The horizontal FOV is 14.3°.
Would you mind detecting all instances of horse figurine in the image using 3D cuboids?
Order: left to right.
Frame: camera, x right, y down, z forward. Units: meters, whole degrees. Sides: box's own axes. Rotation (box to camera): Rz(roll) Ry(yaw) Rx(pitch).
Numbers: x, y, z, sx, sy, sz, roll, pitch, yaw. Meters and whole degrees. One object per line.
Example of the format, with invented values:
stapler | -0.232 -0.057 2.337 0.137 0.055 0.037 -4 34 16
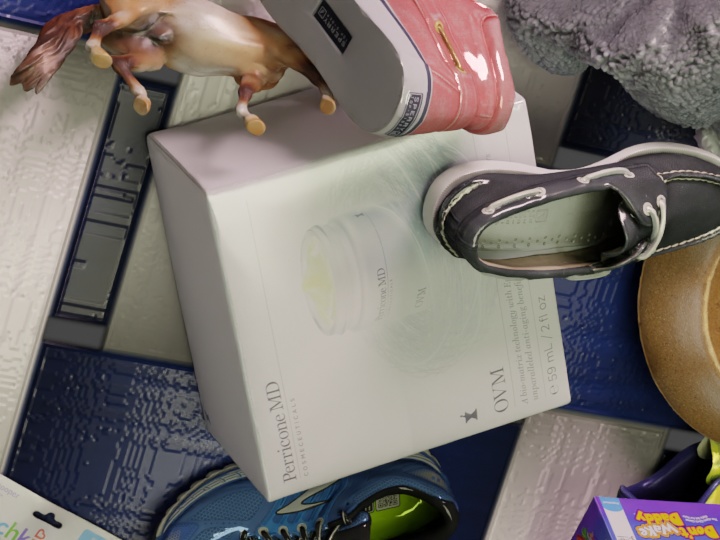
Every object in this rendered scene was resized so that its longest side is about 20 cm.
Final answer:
horse figurine | -0.094 -0.121 1.614 0.200 0.133 0.050 9 116 -11

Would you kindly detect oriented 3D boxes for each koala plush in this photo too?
koala plush | 0.224 -0.129 1.712 0.177 0.184 0.200 -46 131 0

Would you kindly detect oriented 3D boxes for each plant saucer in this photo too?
plant saucer | 0.273 0.020 1.828 0.200 0.035 0.201 -3 97 -20

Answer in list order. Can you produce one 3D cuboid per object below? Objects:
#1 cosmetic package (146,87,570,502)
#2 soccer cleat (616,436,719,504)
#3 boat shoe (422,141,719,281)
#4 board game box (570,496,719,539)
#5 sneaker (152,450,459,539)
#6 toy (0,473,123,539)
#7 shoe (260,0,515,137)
cosmetic package | 0.000 0.000 1.686 0.200 0.123 0.200 -17 115 -14
soccer cleat | 0.257 0.135 1.872 0.200 0.065 0.084 -24 121 -11
boat shoe | 0.136 -0.027 1.628 0.200 0.060 0.076 -8 119 -21
board game box | 0.177 0.232 1.847 0.134 0.045 0.200 5 130 -24
sneaker | -0.032 0.158 1.750 0.200 0.089 0.079 -16 114 -16
toy | -0.232 0.230 1.720 0.115 0.047 0.200 32 96 -30
shoe | 0.009 -0.149 1.610 0.091 0.200 0.072 2 135 -40
